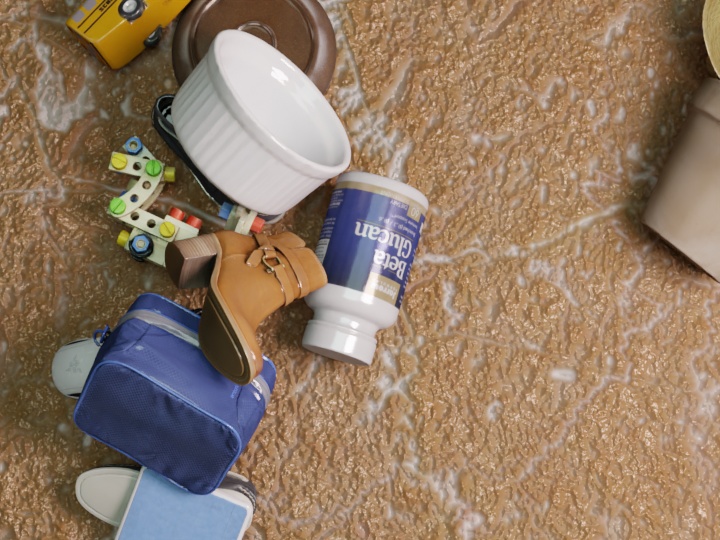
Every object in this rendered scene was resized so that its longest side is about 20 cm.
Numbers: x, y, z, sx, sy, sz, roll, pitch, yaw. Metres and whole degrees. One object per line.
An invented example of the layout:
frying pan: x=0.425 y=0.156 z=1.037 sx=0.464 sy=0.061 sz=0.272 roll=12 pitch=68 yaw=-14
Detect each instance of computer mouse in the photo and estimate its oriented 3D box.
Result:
computer mouse: x=-0.253 y=0.106 z=1.463 sx=0.198 sy=0.044 sz=0.110 roll=-7 pitch=81 yaw=-2

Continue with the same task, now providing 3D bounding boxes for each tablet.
tablet: x=-0.209 y=0.319 z=1.407 sx=0.129 sy=0.014 sz=0.201 roll=22 pitch=101 yaw=1

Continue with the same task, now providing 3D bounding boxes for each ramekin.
ramekin: x=-0.113 y=-0.157 z=1.422 sx=0.098 sy=0.200 sz=0.201 roll=-41 pitch=82 yaw=24

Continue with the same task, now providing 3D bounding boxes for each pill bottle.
pill bottle: x=0.000 y=0.000 z=1.453 sx=0.110 sy=0.111 sz=0.201 roll=16 pitch=80 yaw=2

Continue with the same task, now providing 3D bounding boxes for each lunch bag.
lunch bag: x=-0.199 y=0.121 z=1.370 sx=0.199 sy=0.136 sz=0.133 roll=32 pitch=41 yaw=-6

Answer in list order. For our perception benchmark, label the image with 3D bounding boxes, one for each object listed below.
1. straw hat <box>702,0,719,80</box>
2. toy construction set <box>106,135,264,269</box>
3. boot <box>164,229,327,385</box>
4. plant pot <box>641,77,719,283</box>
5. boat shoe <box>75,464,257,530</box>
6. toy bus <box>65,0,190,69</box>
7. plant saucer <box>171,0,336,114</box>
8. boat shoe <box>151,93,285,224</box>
straw hat: x=0.460 y=-0.253 z=1.520 sx=0.200 sy=0.085 sz=0.203 roll=6 pitch=75 yaw=-22
toy construction set: x=-0.206 y=-0.063 z=1.476 sx=0.199 sy=0.092 sz=0.132 roll=22 pitch=80 yaw=13
boot: x=-0.101 y=0.027 z=1.357 sx=0.154 sy=0.074 sz=0.201 roll=-7 pitch=51 yaw=-32
plant pot: x=0.413 y=-0.089 z=1.452 sx=0.200 sy=0.200 sz=0.174 roll=40 pitch=98 yaw=6
boat shoe: x=-0.213 y=0.245 z=1.433 sx=0.198 sy=0.060 sz=0.074 roll=4 pitch=111 yaw=3
toy bus: x=-0.248 y=-0.332 z=1.523 sx=0.078 sy=0.065 sz=0.200 roll=37 pitch=81 yaw=27
plant saucer: x=-0.127 y=-0.265 z=1.539 sx=0.199 sy=0.032 sz=0.202 roll=0 pitch=79 yaw=-2
boat shoe: x=-0.167 y=-0.130 z=1.497 sx=0.200 sy=0.063 sz=0.073 roll=43 pitch=82 yaw=6
